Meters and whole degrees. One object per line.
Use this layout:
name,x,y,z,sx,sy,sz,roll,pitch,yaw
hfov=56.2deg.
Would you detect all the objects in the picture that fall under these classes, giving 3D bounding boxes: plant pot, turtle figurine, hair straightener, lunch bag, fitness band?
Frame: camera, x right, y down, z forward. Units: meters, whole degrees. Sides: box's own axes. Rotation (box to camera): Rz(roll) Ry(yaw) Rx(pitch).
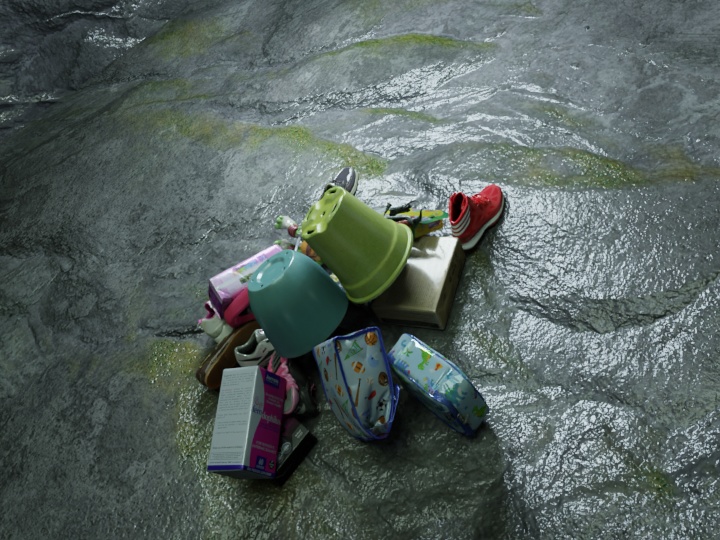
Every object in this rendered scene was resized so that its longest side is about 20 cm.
plant pot,-0.149,0.057,1.450,0.197,0.162,0.203,-29,28,17
turtle figurine,-0.161,-0.048,1.675,0.192,0.145,0.200,29,66,39
hair straightener,0.065,-0.128,1.532,0.196,0.041,0.079,-13,62,36
lunch bag,-0.003,0.226,1.313,0.121,0.170,0.206,-12,81,-18
lunch bag,0.147,0.221,1.289,0.083,0.161,0.199,-47,46,-9
plant pot,-0.021,-0.067,1.414,0.199,0.183,0.203,-38,29,26
fitness band,-0.238,0.065,1.597,0.199,0.143,0.038,-43,76,20

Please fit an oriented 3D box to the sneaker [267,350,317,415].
sneaker,-0.144,0.240,1.480,0.080,0.094,0.202,-52,35,26

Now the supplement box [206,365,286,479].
supplement box,-0.227,0.308,1.364,0.101,0.101,0.205,-12,62,31

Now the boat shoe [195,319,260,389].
boat shoe,-0.313,0.190,1.610,0.200,0.071,0.069,-45,35,-24

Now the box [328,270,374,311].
box,0.000,0.000,1.556,0.161,0.046,0.199,-57,26,-10

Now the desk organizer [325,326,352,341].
desk organizer,-0.055,0.171,1.494,0.197,0.072,0.078,21,67,38

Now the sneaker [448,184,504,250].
sneaker,0.267,-0.154,1.549,0.077,0.117,0.202,11,54,33

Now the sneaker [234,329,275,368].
sneaker,-0.203,0.163,1.567,0.197,0.089,0.075,-33,44,-3

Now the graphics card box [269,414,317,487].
graphics card box,-0.197,0.349,1.439,0.198,0.051,0.126,30,72,40

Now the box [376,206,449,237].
box,0.107,-0.116,1.601,0.197,0.050,0.116,7,19,44

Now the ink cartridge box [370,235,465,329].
ink cartridge box,0.132,0.023,1.513,0.161,0.076,0.204,3,56,31

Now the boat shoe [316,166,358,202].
boat shoe,-0.067,-0.210,1.810,0.070,0.065,0.203,9,58,34

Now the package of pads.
package of pads,-0.271,0.027,1.630,0.197,0.121,0.076,-31,75,-26

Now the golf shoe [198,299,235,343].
golf shoe,-0.334,0.078,1.691,0.075,0.091,0.204,-26,36,49
